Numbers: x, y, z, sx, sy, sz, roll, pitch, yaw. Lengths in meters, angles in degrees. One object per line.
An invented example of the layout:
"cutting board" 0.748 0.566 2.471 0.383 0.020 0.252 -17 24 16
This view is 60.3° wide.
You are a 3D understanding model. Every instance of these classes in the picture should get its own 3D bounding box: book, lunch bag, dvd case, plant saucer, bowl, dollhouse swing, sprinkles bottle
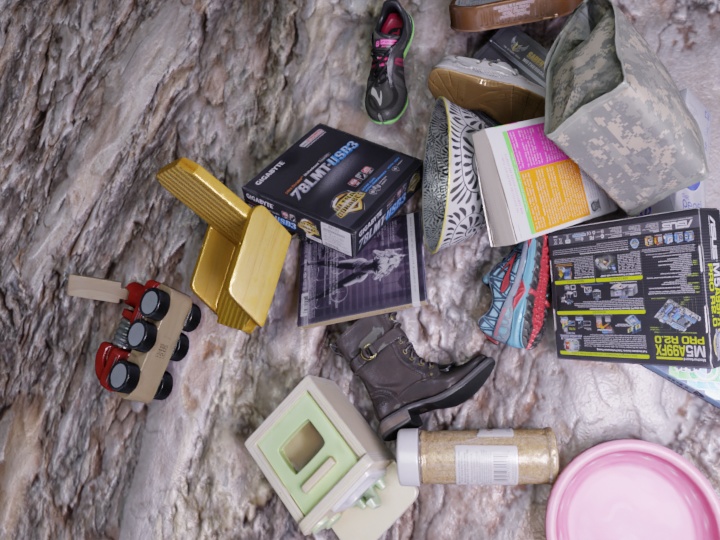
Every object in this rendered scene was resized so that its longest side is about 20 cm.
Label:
"book" 0.232 -0.120 0.759 0.195 0.048 0.138 -16 94 -28
"lunch bag" 0.298 -0.198 0.715 0.117 0.162 0.204 -32 34 44
"dvd case" 0.000 0.000 0.907 0.194 0.016 0.153 -13 56 18
"plant saucer" 0.310 0.298 0.708 0.193 0.051 0.208 -2 81 13
"bowl" 0.142 -0.126 0.835 0.091 0.201 0.208 1 75 -4
"dollhouse swing" -0.222 -0.032 0.883 0.198 0.172 0.187 3 73 58
"sprinkles bottle" 0.143 0.232 0.771 0.193 0.068 0.071 -3 74 9

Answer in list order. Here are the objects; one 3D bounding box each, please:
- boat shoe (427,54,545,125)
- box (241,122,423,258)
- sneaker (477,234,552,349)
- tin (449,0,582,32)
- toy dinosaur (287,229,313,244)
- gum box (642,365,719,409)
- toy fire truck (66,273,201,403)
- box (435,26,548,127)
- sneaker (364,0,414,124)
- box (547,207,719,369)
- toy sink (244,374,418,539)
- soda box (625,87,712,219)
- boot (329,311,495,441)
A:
"boat shoe" 0.192 -0.249 0.841 0.195 0.072 0.070 24 58 11
"box" -0.037 -0.124 0.901 0.194 0.051 0.200 25 49 23
"sneaker" 0.203 -0.001 0.819 0.093 0.079 0.205 2 64 38
"tin" 0.225 -0.392 0.905 0.193 0.043 0.114 -3 41 18
"toy dinosaur" -0.093 -0.062 0.944 0.194 0.088 0.049 -15 97 17
"gum box" 0.433 0.050 0.742 0.167 0.044 0.204 29 88 24
"toy fire truck" -0.383 0.091 0.995 0.196 0.128 0.181 18 83 35
"box" 0.227 -0.235 0.889 0.158 0.048 0.200 -45 67 3
"sneaker" 0.038 -0.324 0.961 0.074 0.084 0.207 0 76 20
"box" 0.311 0.023 0.715 0.198 0.043 0.166 -8 86 57
"toy sink" -0.038 0.262 0.820 0.130 0.112 0.201 -44 67 4
"soda box" 0.380 -0.114 0.764 0.068 0.062 0.206 -13 57 56
"boot" 0.066 0.113 0.849 0.196 0.069 0.177 -29 61 4
